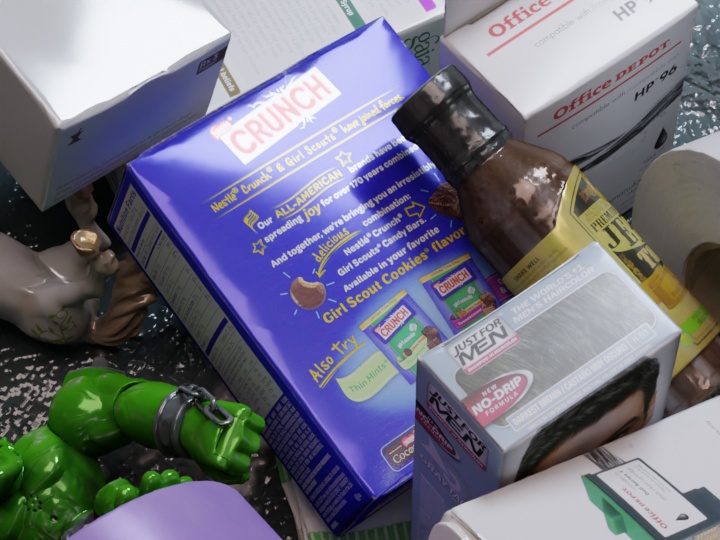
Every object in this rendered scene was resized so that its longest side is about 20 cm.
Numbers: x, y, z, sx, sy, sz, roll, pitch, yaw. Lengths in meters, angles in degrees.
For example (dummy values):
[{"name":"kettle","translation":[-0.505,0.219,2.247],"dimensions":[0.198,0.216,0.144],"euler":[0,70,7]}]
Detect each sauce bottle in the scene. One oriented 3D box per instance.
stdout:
[{"name":"sauce bottle","translation":[0.094,-0.011,1.094],"dimensions":[0.065,0.065,0.200],"euler":[-41,88,-21]}]

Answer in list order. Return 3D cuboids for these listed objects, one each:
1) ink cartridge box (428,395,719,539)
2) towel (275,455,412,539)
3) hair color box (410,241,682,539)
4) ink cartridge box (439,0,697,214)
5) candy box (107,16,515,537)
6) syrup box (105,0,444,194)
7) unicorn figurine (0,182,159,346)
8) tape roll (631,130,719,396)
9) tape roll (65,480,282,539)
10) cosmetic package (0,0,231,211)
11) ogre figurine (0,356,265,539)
[{"name":"ink cartridge box","translation":[0.114,0.148,1.023],"dimensions":[0.199,0.146,0.084],"euler":[-19,53,-36]},{"name":"towel","translation":[0.038,0.116,1.158],"dimensions":[0.152,0.023,0.201],"euler":[-12,59,-7]},{"name":"hair color box","translation":[0.079,0.083,1.050],"dimensions":[0.099,0.200,0.061],"euler":[-33,63,-19]},{"name":"ink cartridge box","translation":[0.103,-0.092,1.181],"dimensions":[0.116,0.200,0.068],"euler":[-34,63,-18]},{"name":"candy box","translation":[0.000,0.000,1.140],"dimensions":[0.169,0.077,0.200],"euler":[-32,81,-27]},{"name":"syrup box","translation":[-0.051,-0.107,1.265],"dimensions":[0.199,0.079,0.082],"euler":[-24,60,-13]},{"name":"unicorn figurine","translation":[-0.199,-0.012,1.196],"dimensions":[0.200,0.137,0.074],"euler":[34,55,4]},{"name":"tape roll","translation":[0.210,0.026,1.103],"dimensions":[0.071,0.203,0.203],"euler":[-21,60,-18]},{"name":"tape roll","translation":[-0.099,0.193,1.011],"dimensions":[0.200,0.200,0.085],"euler":[-38,64,-20]},{"name":"cosmetic package","translation":[-0.170,-0.142,1.154],"dimensions":[0.113,0.081,0.200],"euler":[-30,73,-30]},{"name":"ogre figurine","translation":[-0.140,0.127,1.105],"dimensions":[0.098,0.201,0.120],"euler":[8,21,-41]}]
